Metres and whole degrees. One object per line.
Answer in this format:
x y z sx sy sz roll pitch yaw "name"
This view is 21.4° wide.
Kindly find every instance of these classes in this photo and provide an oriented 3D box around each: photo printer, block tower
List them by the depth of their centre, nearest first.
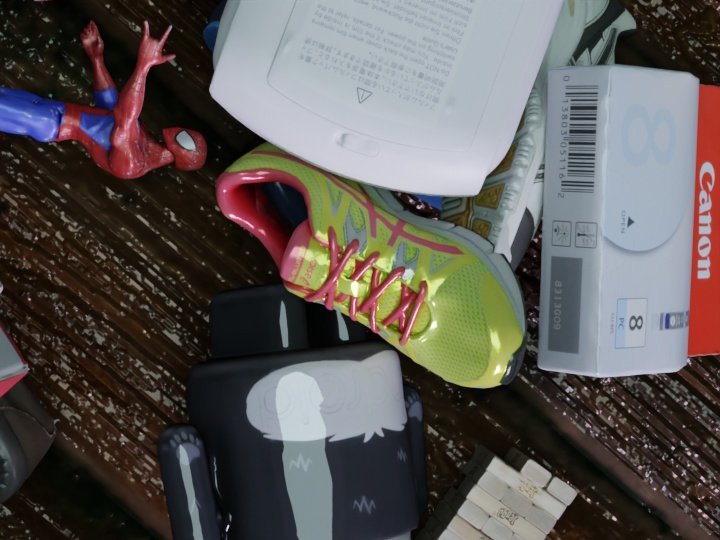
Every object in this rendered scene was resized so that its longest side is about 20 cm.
0.021 -0.145 0.990 0.165 0.069 0.201 20 87 -2 "photo printer"
0.043 0.193 1.105 0.054 0.058 0.201 35 88 -6 "block tower"

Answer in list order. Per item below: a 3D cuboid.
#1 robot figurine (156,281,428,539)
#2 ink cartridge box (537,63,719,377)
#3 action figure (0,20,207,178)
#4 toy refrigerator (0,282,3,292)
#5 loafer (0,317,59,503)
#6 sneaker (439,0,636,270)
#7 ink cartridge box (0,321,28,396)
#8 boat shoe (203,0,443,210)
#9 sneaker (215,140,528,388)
-0.033 0.107 1.058 0.149 0.125 0.201 -7 89 -3 "robot figurine"
0.178 -0.027 1.051 0.199 0.047 0.161 -1 93 -44 "ink cartridge box"
-0.176 -0.111 1.063 0.199 0.065 0.100 16 103 -5 "action figure"
-0.286 0.054 1.017 0.076 0.070 0.200 48 114 10 "toy refrigerator"
-0.241 0.040 1.075 0.073 0.071 0.201 -33 85 30 "loafer"
0.107 -0.077 1.052 0.087 0.075 0.201 27 71 -30 "sneaker"
-0.282 0.050 0.929 0.200 0.084 0.145 -39 81 28 "ink cartridge box"
0.003 -0.103 1.083 0.199 0.084 0.069 33 79 -23 "boat shoe"
0.000 0.000 1.001 0.200 0.090 0.078 38 124 26 "sneaker"
